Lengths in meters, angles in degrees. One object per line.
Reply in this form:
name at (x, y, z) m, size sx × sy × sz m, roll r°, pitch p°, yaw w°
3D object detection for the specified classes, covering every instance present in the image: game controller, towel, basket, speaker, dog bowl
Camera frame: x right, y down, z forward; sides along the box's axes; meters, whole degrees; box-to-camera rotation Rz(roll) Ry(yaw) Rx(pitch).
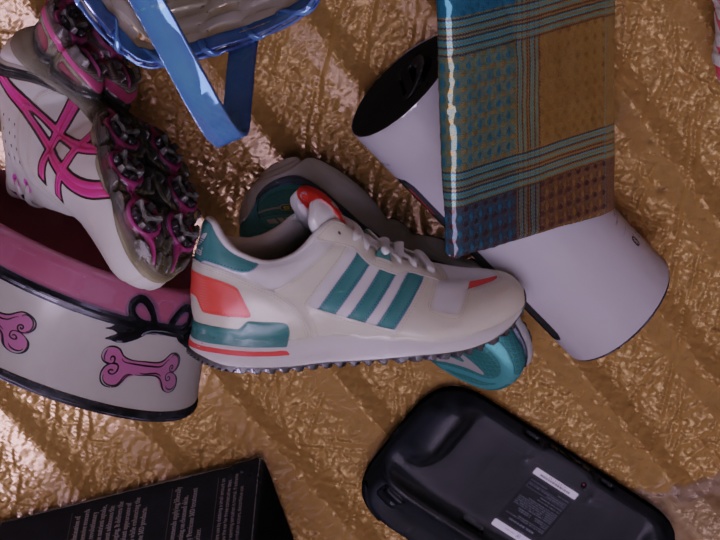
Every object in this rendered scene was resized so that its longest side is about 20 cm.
game controller at (0.101, 0.154, 1.641) m, size 0.199 × 0.042 × 0.105 m, roll 33°, pitch 100°, yaw -17°
towel at (0.089, -0.118, 1.412) m, size 0.022 × 0.146 × 0.202 m, roll 11°, pitch 108°, yaw 42°
basket at (-0.097, -0.176, 1.359) m, size 0.138 × 0.200 × 0.177 m, roll -22°, pitch 116°, yaw 12°
speaker at (0.087, -0.042, 1.501) m, size 0.081 × 0.081 × 0.200 m, roll -37°, pitch 113°, yaw 19°
dog bowl at (-0.171, 0.008, 1.475) m, size 0.199 × 0.200 × 0.074 m, roll 22°, pitch 101°, yaw -11°

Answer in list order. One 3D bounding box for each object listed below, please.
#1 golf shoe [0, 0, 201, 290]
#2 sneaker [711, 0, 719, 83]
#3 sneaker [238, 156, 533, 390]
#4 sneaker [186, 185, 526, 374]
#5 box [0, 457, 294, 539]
golf shoe at (-0.151, -0.056, 1.443) m, size 0.092 × 0.201 × 0.072 m, roll -43°, pitch 140°, yaw 21°
sneaker at (0.214, -0.154, 1.440) m, size 0.200 × 0.075 × 0.105 m, roll 37°, pitch 108°, yaw -23°
sneaker at (0.010, 0.018, 1.531) m, size 0.199 × 0.080 × 0.078 m, roll 32°, pitch 133°, yaw -14°
sneaker at (-0.001, 0.000, 1.442) m, size 0.198 × 0.070 × 0.094 m, roll -6°, pitch 103°, yaw -17°
box at (-0.127, 0.249, 1.644) m, size 0.195 × 0.124 × 0.201 m, roll -14°, pitch 118°, yaw 10°
